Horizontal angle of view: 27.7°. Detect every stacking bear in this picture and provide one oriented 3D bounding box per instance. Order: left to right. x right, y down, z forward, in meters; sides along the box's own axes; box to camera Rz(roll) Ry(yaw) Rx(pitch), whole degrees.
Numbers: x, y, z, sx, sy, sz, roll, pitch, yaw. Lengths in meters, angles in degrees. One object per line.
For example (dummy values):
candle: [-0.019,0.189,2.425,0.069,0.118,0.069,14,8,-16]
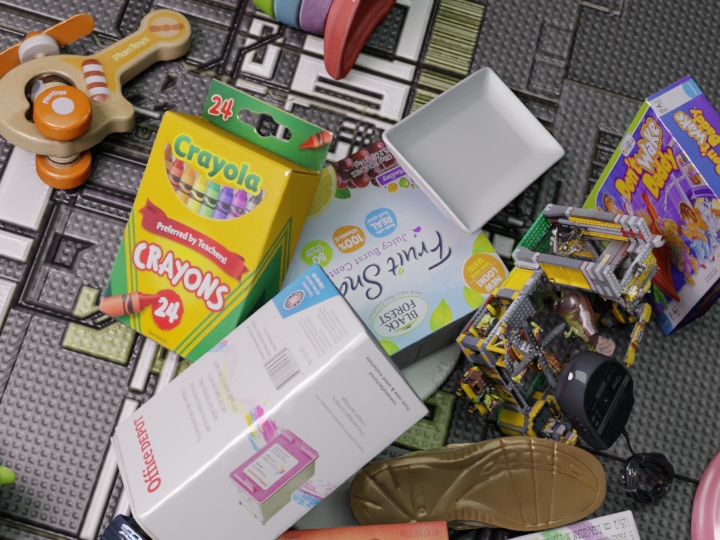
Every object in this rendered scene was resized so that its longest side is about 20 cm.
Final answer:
stacking bear: [-0.073,-0.277,1.275,0.199,0.114,0.122,29,67,10]

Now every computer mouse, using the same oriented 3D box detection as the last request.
computer mouse: [0.194,0.123,1.114,0.034,0.200,0.059,16,64,40]

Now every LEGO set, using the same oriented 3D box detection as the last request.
LEGO set: [0.176,0.046,1.136,0.200,0.115,0.155,-44,124,-27]

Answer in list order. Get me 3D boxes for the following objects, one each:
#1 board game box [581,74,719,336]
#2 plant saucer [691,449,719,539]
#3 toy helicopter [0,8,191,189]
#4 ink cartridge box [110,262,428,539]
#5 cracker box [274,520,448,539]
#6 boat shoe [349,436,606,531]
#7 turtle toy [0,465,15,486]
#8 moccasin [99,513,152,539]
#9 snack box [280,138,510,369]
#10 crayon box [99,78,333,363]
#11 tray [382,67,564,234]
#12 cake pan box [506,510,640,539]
board game box: [0.254,-0.046,1.169,0.045,0.200,0.135,-27,73,-17]
plant saucer: [0.365,0.211,1.159,0.198,0.051,0.202,3,67,-6]
toy helicopter: [-0.229,-0.170,1.236,0.132,0.079,0.200,40,57,19]
ink cartridge box: [-0.069,0.107,1.031,0.199,0.145,0.085,-38,115,0]
cracker box: [0.004,0.281,1.011,0.133,0.058,0.202,0,71,-22]
boat shoe: [0.088,0.164,1.130,0.198,0.069,0.075,-1,88,-5]
turtle toy: [-0.345,0.173,1.041,0.198,0.146,0.102,-11,91,-11]
moccasin: [-0.102,0.234,1.063,0.198,0.080,0.069,18,89,-1]
snack box: [0.000,0.000,1.187,0.199,0.068,0.169,-27,73,-16]
crayon box: [-0.112,-0.036,1.119,0.126,0.051,0.202,25,101,26]
tray: [0.094,-0.100,1.219,0.107,0.022,0.200,47,38,4]
cake pan box: [0.143,0.292,1.095,0.198,0.052,0.186,-10,71,-11]
